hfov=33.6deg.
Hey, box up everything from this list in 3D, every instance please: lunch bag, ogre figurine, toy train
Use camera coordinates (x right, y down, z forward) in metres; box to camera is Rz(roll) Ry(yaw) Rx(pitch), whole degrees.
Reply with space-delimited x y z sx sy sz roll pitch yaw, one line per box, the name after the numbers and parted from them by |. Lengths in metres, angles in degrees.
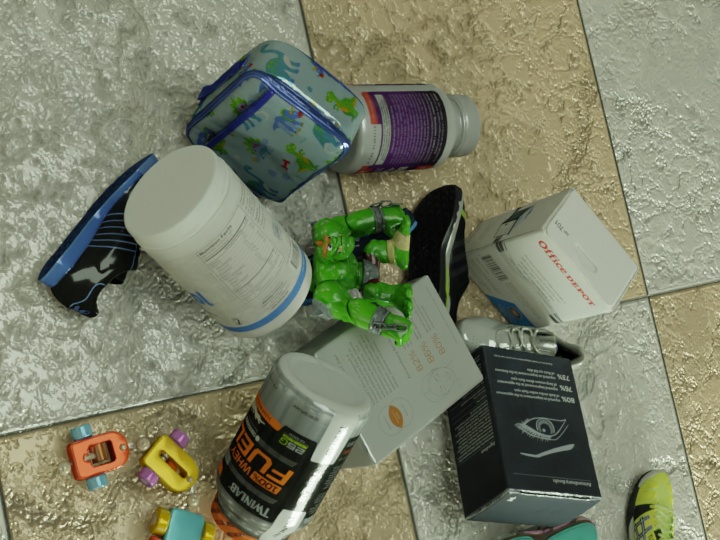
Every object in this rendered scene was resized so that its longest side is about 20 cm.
-0.105 -0.173 1.393 0.160 0.199 0.083 38 55 -20 | lunch bag
0.000 0.000 1.403 0.118 0.098 0.202 1 70 -4 | ogre figurine
-0.244 0.254 1.302 0.149 0.056 0.202 -20 87 -32 | toy train

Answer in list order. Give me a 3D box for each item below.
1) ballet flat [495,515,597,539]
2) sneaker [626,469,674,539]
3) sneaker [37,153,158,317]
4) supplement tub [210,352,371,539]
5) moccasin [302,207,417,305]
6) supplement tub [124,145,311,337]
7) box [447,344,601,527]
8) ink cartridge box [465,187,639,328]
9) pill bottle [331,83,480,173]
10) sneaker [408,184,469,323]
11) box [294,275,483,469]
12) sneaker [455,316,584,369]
0.219 0.363 1.546 0.198 0.071 0.070 -12 91 -33 | ballet flat
0.415 0.377 1.658 0.075 0.076 0.202 21 68 -24 | sneaker
-0.275 -0.039 1.342 0.078 0.070 0.201 44 66 -21 | sneaker
-0.082 0.204 1.323 0.122 0.123 0.201 20 108 -26 | supplement tub
-0.011 -0.033 1.491 0.199 0.080 0.069 -36 94 -33 | moccasin
-0.155 -0.028 1.335 0.200 0.131 0.133 49 57 -39 | supplement tub
0.202 0.212 1.515 0.147 0.104 0.202 11 55 -27 | box
0.242 -0.009 1.566 0.147 0.199 0.086 48 60 -13 | ink cartridge box
0.054 -0.185 1.545 0.198 0.111 0.113 -6 82 -32 | pill bottle
0.108 -0.012 1.579 0.083 0.071 0.202 33 63 -48 | sneaker
0.024 0.125 1.459 0.199 0.106 0.153 -33 97 -32 | box
0.212 0.097 1.591 0.198 0.087 0.075 13 67 -28 | sneaker
